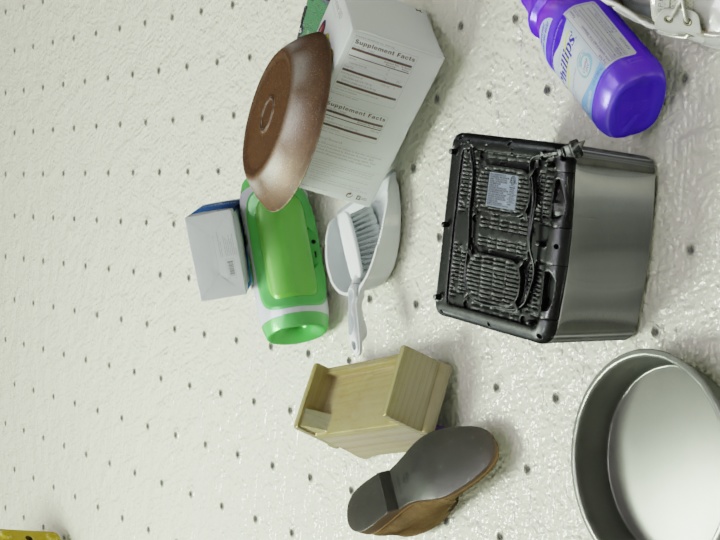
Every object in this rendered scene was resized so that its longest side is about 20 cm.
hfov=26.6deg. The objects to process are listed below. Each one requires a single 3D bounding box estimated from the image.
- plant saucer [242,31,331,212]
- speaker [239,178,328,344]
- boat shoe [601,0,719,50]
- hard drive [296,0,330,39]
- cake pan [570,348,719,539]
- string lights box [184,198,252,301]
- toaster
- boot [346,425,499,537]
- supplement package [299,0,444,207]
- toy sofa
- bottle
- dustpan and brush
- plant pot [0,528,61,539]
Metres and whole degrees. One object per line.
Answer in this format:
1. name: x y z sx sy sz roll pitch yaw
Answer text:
1. plant saucer: -0.086 -0.164 1.639 0.200 0.037 0.201 -166 90 -70
2. speaker: -0.092 -0.017 1.821 0.088 0.088 0.201 -36 59 50
3. boat shoe: 0.273 -0.228 1.290 0.200 0.069 0.071 20 104 55
4. hard drive: -0.038 -0.222 1.800 0.140 0.038 0.201 39 121 51
5. cake pan: 0.260 0.168 1.318 0.200 0.037 0.201 -6 83 57
6. string lights box: -0.167 -0.029 1.866 0.200 0.059 0.103 -92 -8 -84
7. toaster: 0.170 -0.032 1.395 0.200 0.118 0.181 14 101 57
8. boot: 0.079 0.222 1.580 0.200 0.075 0.074 -35 45 34
9. supplement package: -0.006 -0.191 1.655 0.114 0.109 0.200 -104 35 -52
10. toy sofa: 0.023 0.146 1.662 0.200 0.097 0.083 -17 51 56
11. bottle: 0.205 -0.210 1.391 0.084 0.065 0.200 93 155 -47
12. dustpan and brush: 0.000 0.000 1.707 0.140 0.057 0.201 -35 60 51
13. plant pot: -0.548 0.525 2.422 0.194 0.195 0.200 48 118 47
